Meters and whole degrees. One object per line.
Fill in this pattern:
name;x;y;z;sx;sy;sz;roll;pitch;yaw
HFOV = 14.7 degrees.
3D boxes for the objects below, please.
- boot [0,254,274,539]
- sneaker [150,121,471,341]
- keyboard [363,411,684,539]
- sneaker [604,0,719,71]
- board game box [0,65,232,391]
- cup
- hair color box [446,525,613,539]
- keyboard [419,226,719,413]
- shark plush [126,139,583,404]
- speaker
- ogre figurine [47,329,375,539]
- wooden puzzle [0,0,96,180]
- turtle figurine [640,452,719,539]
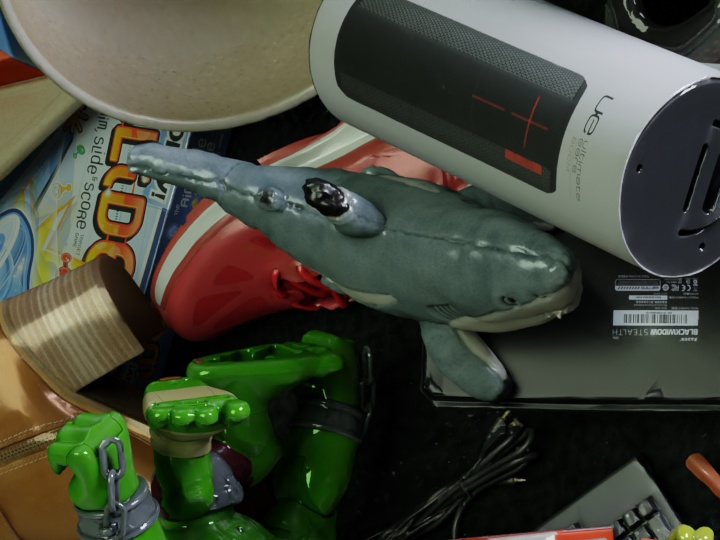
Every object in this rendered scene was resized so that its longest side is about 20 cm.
boot;-0.132;0.110;1.264;0.155;0.077;0.200;-31;94;16
sneaker;0.000;0.000;1.229;0.200;0.078;0.116;-37;63;24
keyboard;0.051;0.143;1.206;0.200;0.021;0.127;-39;64;21
sneaker;0.184;-0.096;1.101;0.200;0.071;0.098;-6;119;23
board game box;-0.142;-0.011;1.347;0.135;0.034;0.201;16;91;34
cup;-0.082;-0.185;1.262;0.201;0.200;0.143;-51;33;15
hair color box;0.059;0.210;1.153;0.101;0.061;0.201;-9;82;29
keyboard;0.125;0.009;1.158;0.199;0.040;0.105;1;79;14
shark plush;0.003;-0.028;1.133;0.200;0.083;0.091;31;89;18
speaker;0.069;-0.066;1.103;0.200;0.081;0.082;30;99;47
ogre figurine;-0.055;0.099;1.157;0.098;0.200;0.121;-1;101;11
wooden puzzle;-0.216;-0.112;1.372;0.200;0.046;0.186;-43;51;29
turtle figurine;0.117;0.171;1.094;0.064;0.161;0.201;-39;60;47
